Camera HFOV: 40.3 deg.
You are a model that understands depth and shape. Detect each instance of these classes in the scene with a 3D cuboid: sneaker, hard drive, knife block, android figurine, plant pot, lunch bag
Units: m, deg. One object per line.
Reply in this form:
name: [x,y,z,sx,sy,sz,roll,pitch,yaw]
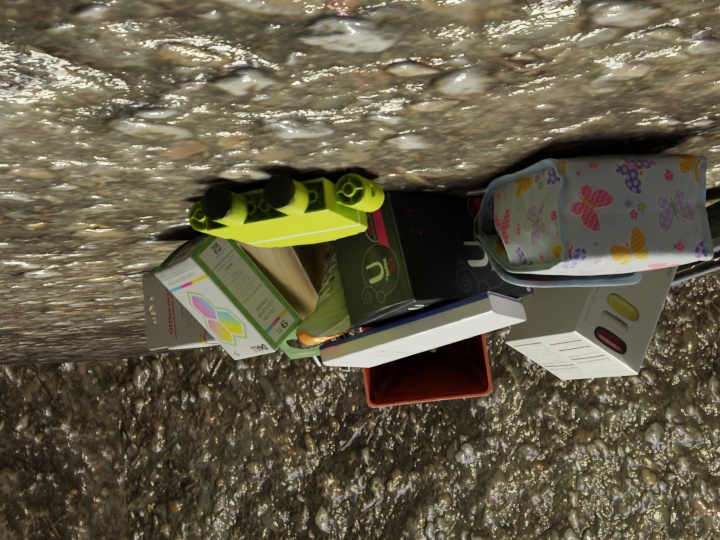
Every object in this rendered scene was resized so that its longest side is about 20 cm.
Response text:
sneaker: [-0.022,0.012,1.120,0.076,0.092,0.200,-27,-169,43]
hard drive: [0.071,0.069,1.088,0.200,0.025,0.132,-19,166,22]
knife block: [-0.063,0.037,1.167,0.064,0.176,0.200,-10,173,22]
android figurine: [-0.067,-0.056,0.943,0.182,0.041,0.200,-9,173,20]
plant pot: [0.109,0.100,1.619,0.200,0.200,0.176,-7,-176,10]
lunch bag: [0.226,-0.047,0.986,0.169,0.127,0.200,-3,179,-17]

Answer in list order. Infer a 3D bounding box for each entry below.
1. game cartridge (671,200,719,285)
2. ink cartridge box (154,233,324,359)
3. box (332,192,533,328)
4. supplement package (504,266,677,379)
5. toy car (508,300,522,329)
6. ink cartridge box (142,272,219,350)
game cartridge: [0.472,-0.048,1.289,0.133,0.042,0.200,-43,-173,-32]
ink cartridge box: [-0.137,0.048,1.142,0.059,0.200,0.104,-50,-162,-30]
box: [0.082,-0.011,1.097,0.200,0.122,0.106,-2,163,-42]
supplement package: [0.309,0.029,1.292,0.111,0.200,0.156,33,159,-18]
toy car: [0.252,0.034,1.700,0.200,0.158,0.164,10,166,39]
ink cartridge box: [-0.212,0.046,1.365,0.200,0.115,0.068,-11,172,38]
